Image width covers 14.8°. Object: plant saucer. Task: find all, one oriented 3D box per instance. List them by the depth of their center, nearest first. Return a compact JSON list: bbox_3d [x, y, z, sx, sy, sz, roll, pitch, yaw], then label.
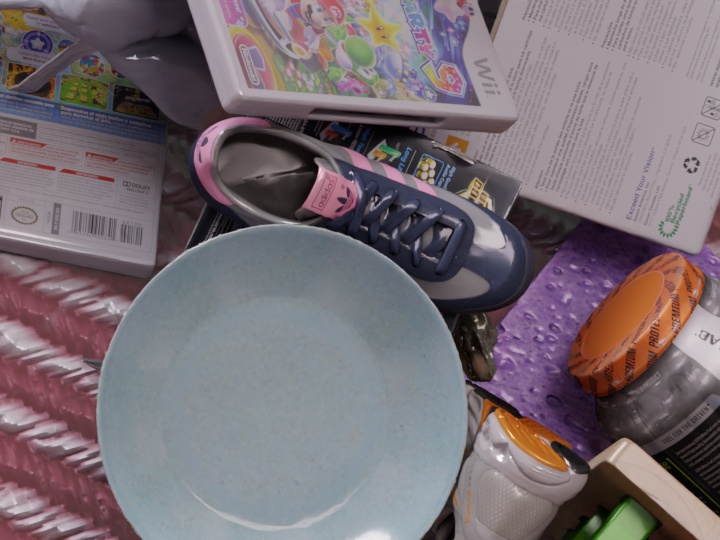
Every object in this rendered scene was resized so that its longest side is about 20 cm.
[{"bbox_3d":[-0.043,0.076,1.483,0.200,0.039,0.202,0,89,-10],"label":"plant saucer"}]

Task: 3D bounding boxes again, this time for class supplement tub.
[{"bbox_3d":[0.224,0.089,1.626,0.200,0.122,0.123,42,56,-15],"label":"supplement tub"}]

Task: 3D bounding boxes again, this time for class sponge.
[{"bbox_3d":[0.147,0.042,1.700,0.112,0.030,0.200,40,57,2],"label":"sponge"}]

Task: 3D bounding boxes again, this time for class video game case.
[{"bbox_3d":[-0.012,-0.146,1.531,0.200,0.018,0.144,2,59,-40],"label":"video game case"},{"bbox_3d":[-0.184,-0.099,1.649,0.143,0.018,0.201,11,61,-15],"label":"video game case"}]

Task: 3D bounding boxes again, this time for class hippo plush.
[{"bbox_3d":[-0.115,-0.187,1.654,0.199,0.159,0.161,-18,42,15],"label":"hippo plush"}]

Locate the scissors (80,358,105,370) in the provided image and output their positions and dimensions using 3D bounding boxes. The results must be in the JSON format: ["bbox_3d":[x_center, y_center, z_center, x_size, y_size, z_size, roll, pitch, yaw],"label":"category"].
[{"bbox_3d":[-0.062,0.069,1.615,0.200,0.014,0.073,25,60,-7],"label":"scissors"}]

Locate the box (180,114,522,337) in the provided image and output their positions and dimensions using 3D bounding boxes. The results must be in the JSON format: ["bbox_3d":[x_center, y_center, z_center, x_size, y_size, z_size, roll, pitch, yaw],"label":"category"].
[{"bbox_3d":[-0.020,0.007,1.563,0.159,0.046,0.200,24,88,3],"label":"box"}]

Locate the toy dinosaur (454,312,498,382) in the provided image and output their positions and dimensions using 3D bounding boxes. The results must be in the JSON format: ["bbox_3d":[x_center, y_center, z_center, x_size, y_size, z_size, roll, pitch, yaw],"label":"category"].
[{"bbox_3d":[0.000,0.000,1.628,0.200,0.088,0.047,39,55,3],"label":"toy dinosaur"}]

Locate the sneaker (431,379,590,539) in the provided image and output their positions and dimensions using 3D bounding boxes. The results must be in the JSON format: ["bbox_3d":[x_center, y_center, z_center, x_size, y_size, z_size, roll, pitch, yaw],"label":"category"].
[{"bbox_3d":[0.069,0.121,1.542,0.076,0.200,0.092,31,93,-1],"label":"sneaker"}]

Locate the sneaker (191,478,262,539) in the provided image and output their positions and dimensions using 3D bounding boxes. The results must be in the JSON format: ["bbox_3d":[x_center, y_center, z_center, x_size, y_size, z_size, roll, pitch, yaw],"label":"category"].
[{"bbox_3d":[-0.081,0.195,1.511,0.085,0.073,0.200,32,68,-7],"label":"sneaker"}]

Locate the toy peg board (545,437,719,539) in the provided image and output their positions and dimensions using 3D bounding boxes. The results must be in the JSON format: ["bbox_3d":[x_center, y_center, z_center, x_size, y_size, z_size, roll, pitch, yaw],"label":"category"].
[{"bbox_3d":[0.169,0.209,1.536,0.199,0.200,0.098,41,75,2],"label":"toy peg board"}]

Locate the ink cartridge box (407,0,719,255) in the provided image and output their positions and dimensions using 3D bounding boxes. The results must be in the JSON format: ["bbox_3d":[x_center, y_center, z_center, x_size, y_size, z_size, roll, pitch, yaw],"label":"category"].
[{"bbox_3d":[0.142,-0.133,1.656,0.199,0.043,0.197,19,97,-8],"label":"ink cartridge box"}]

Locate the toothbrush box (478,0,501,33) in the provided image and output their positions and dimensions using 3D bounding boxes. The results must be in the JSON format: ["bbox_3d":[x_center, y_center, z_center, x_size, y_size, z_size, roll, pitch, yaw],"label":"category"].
[{"bbox_3d":[0.028,-0.245,1.732,0.200,0.146,0.085,23,58,-8],"label":"toothbrush box"}]

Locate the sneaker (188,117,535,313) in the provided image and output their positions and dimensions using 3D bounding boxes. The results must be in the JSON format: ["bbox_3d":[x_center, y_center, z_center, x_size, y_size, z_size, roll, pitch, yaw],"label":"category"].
[{"bbox_3d":[-0.001,-0.028,1.500,0.199,0.082,0.070,18,86,2],"label":"sneaker"}]
